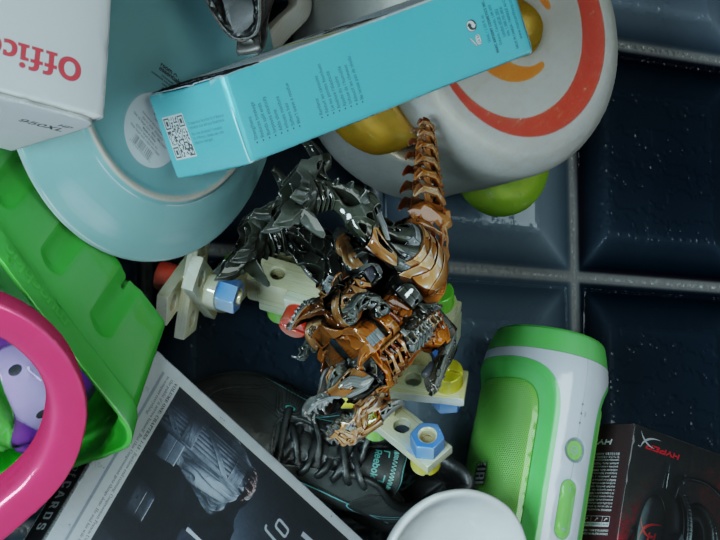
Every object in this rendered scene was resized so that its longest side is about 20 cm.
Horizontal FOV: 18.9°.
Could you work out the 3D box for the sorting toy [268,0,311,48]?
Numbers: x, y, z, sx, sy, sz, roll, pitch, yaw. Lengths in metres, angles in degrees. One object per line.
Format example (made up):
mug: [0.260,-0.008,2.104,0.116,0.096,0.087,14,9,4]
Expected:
sorting toy: [-0.109,-0.177,1.266,0.180,0.107,0.200,45,62,-31]

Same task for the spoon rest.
spoon rest: [0.040,0.226,1.295,0.099,0.061,0.201,14,100,-27]

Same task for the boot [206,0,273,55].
boot: [-0.063,-0.238,1.188,0.174,0.069,0.200,-60,137,-60]

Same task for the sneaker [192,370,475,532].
sneaker: [-0.020,0.106,1.301,0.200,0.079,0.076,19,74,-30]

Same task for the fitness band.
fitness band: [-0.231,0.089,1.076,0.200,0.037,0.144,-39,119,4]

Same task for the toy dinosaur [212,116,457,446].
toy dinosaur: [0.000,0.000,1.207,0.136,0.102,0.200,30,36,-13]

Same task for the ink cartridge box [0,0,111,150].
ink cartridge box: [-0.199,-0.173,1.050,0.144,0.084,0.201,13,72,-39]

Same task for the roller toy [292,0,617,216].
roller toy: [0.061,-0.142,1.349,0.200,0.140,0.183,16,75,-32]

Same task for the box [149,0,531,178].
box: [-0.008,-0.108,1.180,0.200,0.082,0.049,-24,100,-32]

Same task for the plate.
plate: [-0.110,-0.105,1.180,0.200,0.026,0.201,1,89,-48]

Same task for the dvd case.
dvd case: [-0.091,0.164,1.217,0.200,0.025,0.151,45,60,-30]

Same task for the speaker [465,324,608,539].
speaker: [0.106,0.140,1.379,0.088,0.088,0.201,19,74,-32]

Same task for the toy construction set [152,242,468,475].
toy construction set: [-0.023,0.031,1.275,0.200,0.092,0.131,24,55,1]

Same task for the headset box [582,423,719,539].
headset box: [0.190,0.215,1.431,0.148,0.075,0.201,22,73,-36]

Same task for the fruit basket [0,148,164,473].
fruit basket: [-0.228,0.041,1.134,0.215,0.155,0.216,23,57,-41]
